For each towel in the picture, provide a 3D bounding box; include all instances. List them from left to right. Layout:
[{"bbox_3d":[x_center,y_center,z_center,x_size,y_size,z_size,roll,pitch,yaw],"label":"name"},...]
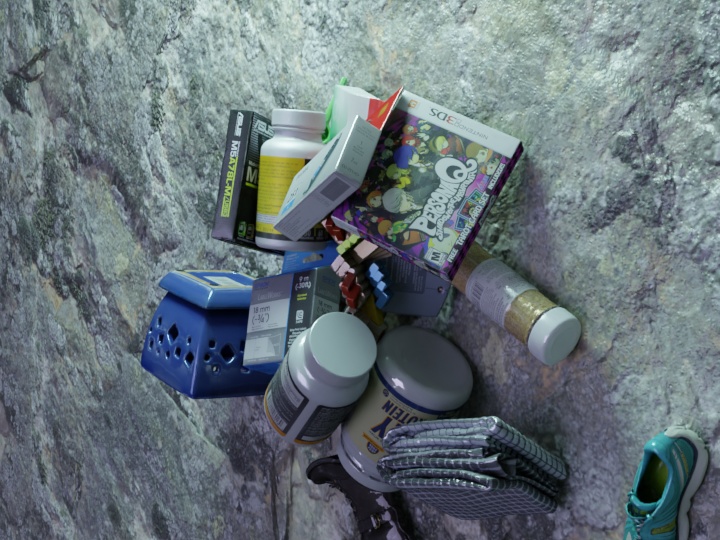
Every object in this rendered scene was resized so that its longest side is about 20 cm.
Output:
[{"bbox_3d":[0.141,0.259,1.314,0.198,0.165,0.087,-11,55,42],"label":"towel"}]

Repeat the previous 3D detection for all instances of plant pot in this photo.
[{"bbox_3d":[-0.242,0.101,1.774,0.199,0.197,0.184,19,103,49],"label":"plant pot"}]

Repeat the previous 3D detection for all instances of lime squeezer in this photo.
[{"bbox_3d":[-0.060,-0.198,1.610,0.037,0.070,0.203,31,120,22],"label":"lime squeezer"}]

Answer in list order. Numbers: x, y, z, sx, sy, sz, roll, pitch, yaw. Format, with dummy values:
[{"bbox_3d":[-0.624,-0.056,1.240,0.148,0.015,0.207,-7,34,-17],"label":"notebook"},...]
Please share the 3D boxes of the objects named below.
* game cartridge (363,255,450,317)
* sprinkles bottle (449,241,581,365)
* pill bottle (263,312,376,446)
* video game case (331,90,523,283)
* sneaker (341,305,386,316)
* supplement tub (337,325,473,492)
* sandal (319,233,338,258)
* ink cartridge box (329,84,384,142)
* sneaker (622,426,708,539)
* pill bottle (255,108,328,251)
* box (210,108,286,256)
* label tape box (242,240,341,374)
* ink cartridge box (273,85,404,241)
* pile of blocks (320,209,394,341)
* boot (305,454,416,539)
[{"bbox_3d":[0.070,-0.039,1.416,0.041,0.131,0.204,-75,-9,-74],"label":"game cartridge"},{"bbox_3d":[0.189,0.037,1.317,0.200,0.067,0.069,42,125,40],"label":"sprinkles bottle"},{"bbox_3d":[-0.053,0.146,1.389,0.118,0.115,0.201,65,148,23],"label":"pill bottle"},{"bbox_3d":[0.085,-0.111,1.327,0.179,0.036,0.202,27,79,23],"label":"video game case"},{"bbox_3d":[-0.010,0.091,1.531,0.066,0.090,0.202,30,133,3],"label":"sneaker"},{"bbox_3d":[0.057,0.195,1.443,0.146,0.143,0.202,51,131,34],"label":"supplement tub"},{"bbox_3d":[-0.030,-0.043,1.609,0.202,0.048,0.076,53,132,17],"label":"sandal"},{"bbox_3d":[-0.007,-0.173,1.496,0.200,0.049,0.164,-124,39,-70],"label":"ink cartridge box"},{"bbox_3d":[0.324,0.269,1.166,0.077,0.079,0.204,26,115,46],"label":"sneaker"},{"bbox_3d":[-0.097,-0.134,1.535,0.110,0.110,0.204,10,99,50],"label":"pill bottle"},{"bbox_3d":[-0.153,-0.130,1.601,0.047,0.199,0.197,9,87,22],"label":"box"},{"bbox_3d":[-0.100,0.047,1.559,0.143,0.063,0.204,-11,67,41],"label":"label tape box"},{"bbox_3d":[-0.032,-0.150,1.384,0.199,0.044,0.178,-35,29,56],"label":"ink cartridge box"},{"bbox_3d":[0.000,0.000,1.378,0.081,0.062,0.204,-13,97,25],"label":"pile of blocks"},{"bbox_3d":[-0.003,0.366,1.598,0.199,0.068,0.177,-29,71,47],"label":"boot"}]
